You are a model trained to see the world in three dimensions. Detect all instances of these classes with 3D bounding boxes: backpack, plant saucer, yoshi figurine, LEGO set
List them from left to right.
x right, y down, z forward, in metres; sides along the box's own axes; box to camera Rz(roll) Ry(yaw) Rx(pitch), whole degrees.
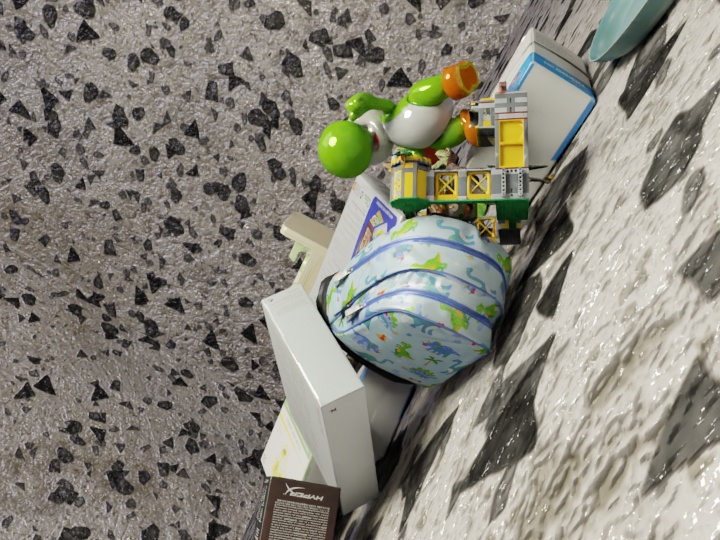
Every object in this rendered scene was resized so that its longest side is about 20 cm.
[{"bbox_3d":[0.034,-0.144,0.785,0.111,0.197,0.115,15,-113,-55],"label":"yoshi figurine"},{"bbox_3d":[0.058,0.032,0.703,0.200,0.162,0.155,-46,19,40],"label":"backpack"},{"bbox_3d":[0.101,-0.099,0.709,0.200,0.151,0.118,34,-124,-66],"label":"LEGO set"},{"bbox_3d":[0.287,-0.289,0.711,0.202,0.027,0.200,-62,2,4],"label":"plant saucer"}]

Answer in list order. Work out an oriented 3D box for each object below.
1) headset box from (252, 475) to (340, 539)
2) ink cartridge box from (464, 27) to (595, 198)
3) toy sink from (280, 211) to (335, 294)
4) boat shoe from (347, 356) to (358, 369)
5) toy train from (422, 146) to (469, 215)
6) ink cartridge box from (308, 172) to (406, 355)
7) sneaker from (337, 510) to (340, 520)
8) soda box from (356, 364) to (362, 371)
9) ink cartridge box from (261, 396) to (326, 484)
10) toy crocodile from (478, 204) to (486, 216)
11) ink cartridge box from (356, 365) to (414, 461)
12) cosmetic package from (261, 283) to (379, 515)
[{"bbox_3d":[-0.079,0.317,0.746,0.149,0.074,0.204,121,159,-71],"label":"headset box"},{"bbox_3d":[0.195,-0.183,0.865,0.147,0.083,0.201,-61,2,30],"label":"ink cartridge box"},{"bbox_3d":[-0.044,0.015,1.114,0.113,0.198,0.130,-61,3,13],"label":"toy sink"},{"bbox_3d":[-0.043,0.132,1.025,0.074,0.074,0.200,-60,3,2],"label":"boat shoe"},{"bbox_3d":[0.114,-0.090,0.879,0.152,0.055,0.201,-83,-26,-43],"label":"toy train"},{"bbox_3d":[0.000,0.000,0.908,0.198,0.046,0.203,-126,54,-63],"label":"ink cartridge box"},{"bbox_3d":[-0.074,0.331,0.995,0.075,0.079,0.200,-61,2,-20],"label":"sneaker"},{"bbox_3d":[0.008,0.177,1.227,0.069,0.063,0.200,-63,1,-5],"label":"soda box"},{"bbox_3d":[-0.094,0.283,0.942,0.203,0.047,0.146,-67,24,10],"label":"ink cartridge box"},{"bbox_3d":[0.153,-0.094,1.137,0.068,0.061,0.201,-63,2,-40],"label":"toy crocodile"},{"bbox_3d":[0.001,0.200,0.996,0.117,0.066,0.200,-63,2,-26],"label":"ink cartridge box"},{"bbox_3d":[-0.040,0.138,0.774,0.051,0.152,0.202,-21,-43,-14],"label":"cosmetic package"}]
